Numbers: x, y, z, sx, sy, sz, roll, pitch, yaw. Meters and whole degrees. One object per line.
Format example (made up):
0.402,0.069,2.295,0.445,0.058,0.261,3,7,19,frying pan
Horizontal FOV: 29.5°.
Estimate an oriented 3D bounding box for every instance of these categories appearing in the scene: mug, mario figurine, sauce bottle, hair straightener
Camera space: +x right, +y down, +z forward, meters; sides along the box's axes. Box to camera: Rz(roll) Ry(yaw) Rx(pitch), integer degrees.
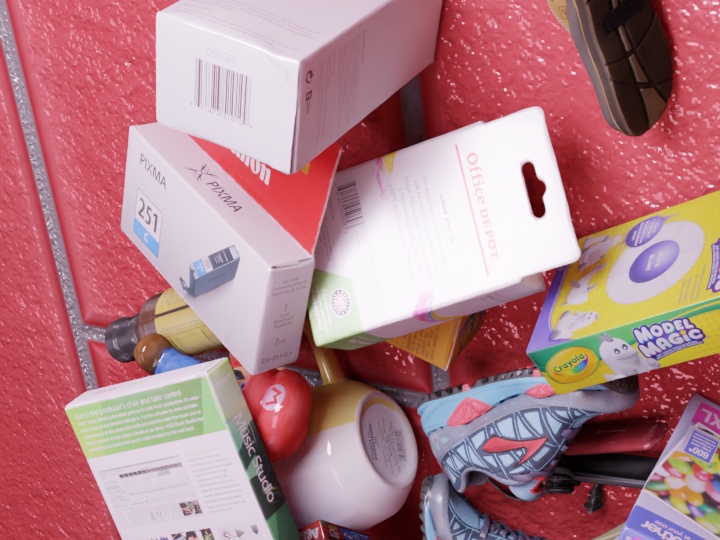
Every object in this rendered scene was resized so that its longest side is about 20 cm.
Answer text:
-0.045,0.149,1.136,0.152,0.150,0.188,-24,109,32,mug
-0.123,0.094,1.079,0.198,0.105,0.125,3,107,44,mario figurine
-0.149,0.042,1.187,0.198,0.065,0.065,-15,109,43,sauce bottle
0.160,0.163,1.072,0.198,0.041,0.078,-11,110,38,hair straightener

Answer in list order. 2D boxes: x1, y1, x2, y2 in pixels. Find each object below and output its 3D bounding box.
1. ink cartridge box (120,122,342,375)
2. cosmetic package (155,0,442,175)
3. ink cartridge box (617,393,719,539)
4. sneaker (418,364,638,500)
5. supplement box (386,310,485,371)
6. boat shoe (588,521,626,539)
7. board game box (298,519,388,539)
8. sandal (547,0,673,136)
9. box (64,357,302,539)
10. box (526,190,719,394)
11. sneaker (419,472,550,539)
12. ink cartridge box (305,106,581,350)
-0.101,-0.056,0.980,0.200,0.044,0.178,43,133,38,ink cartridge box
-0.036,-0.153,0.905,0.112,0.200,0.082,23,127,23,cosmetic package
0.244,0.172,0.916,0.118,0.200,0.042,27,130,15,ink cartridge box
0.133,0.119,1.020,0.199,0.079,0.097,-20,84,48,sneaker
0.000,0.000,1.063,0.198,0.066,0.070,24,128,20,supplement box
0.169,0.250,1.049,0.198,0.063,0.074,-24,95,11,boat shoe
-0.021,0.251,1.147,0.102,0.199,0.020,-28,60,21,board game box
0.149,-0.182,0.863,0.054,0.081,0.202,17,135,50,sandal
-0.126,0.174,1.038,0.143,0.036,0.202,-14,105,30,box
0.211,0.007,0.891,0.198,0.118,0.049,-19,121,38,box
0.127,0.234,1.125,0.095,0.080,0.201,-30,108,24,sneaker
0.056,-0.027,0.959,0.198,0.067,0.119,-17,77,20,ink cartridge box
